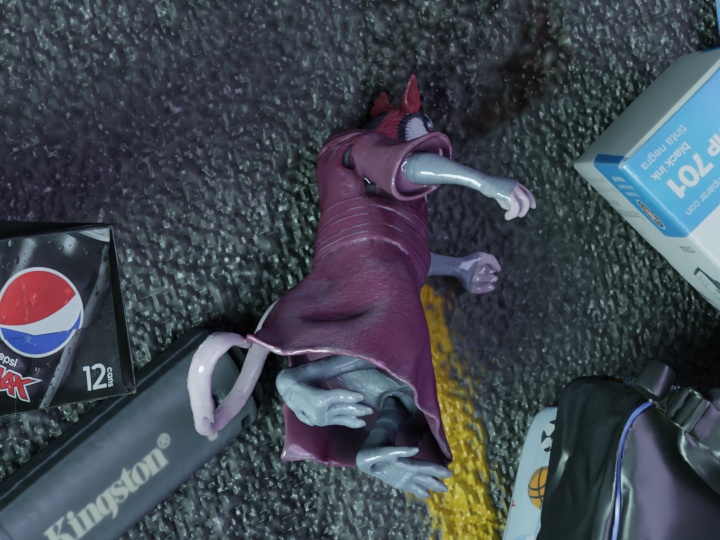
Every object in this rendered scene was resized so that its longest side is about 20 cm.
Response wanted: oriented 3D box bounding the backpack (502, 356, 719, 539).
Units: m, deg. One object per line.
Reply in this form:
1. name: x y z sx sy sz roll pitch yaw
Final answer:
1. backpack: 0.165 0.147 1.163 0.190 0.154 0.201 13 92 -27

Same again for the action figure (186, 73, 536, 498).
1. action figure: 0.000 0.000 1.086 0.148 0.134 0.201 2 57 -3

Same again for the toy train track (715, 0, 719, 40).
1. toy train track: 0.203 -0.085 1.243 0.114 0.033 0.201 -6 86 6

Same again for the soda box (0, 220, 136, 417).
1. soda box: -0.164 0.015 0.907 0.070 0.200 0.064 -9 96 -33

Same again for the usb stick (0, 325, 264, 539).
1. usb stick: -0.123 0.099 1.038 0.200 0.033 0.056 -40 112 -26

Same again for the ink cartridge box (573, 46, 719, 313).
1. ink cartridge box: 0.208 -0.009 1.143 0.086 0.146 0.200 -44 94 0
